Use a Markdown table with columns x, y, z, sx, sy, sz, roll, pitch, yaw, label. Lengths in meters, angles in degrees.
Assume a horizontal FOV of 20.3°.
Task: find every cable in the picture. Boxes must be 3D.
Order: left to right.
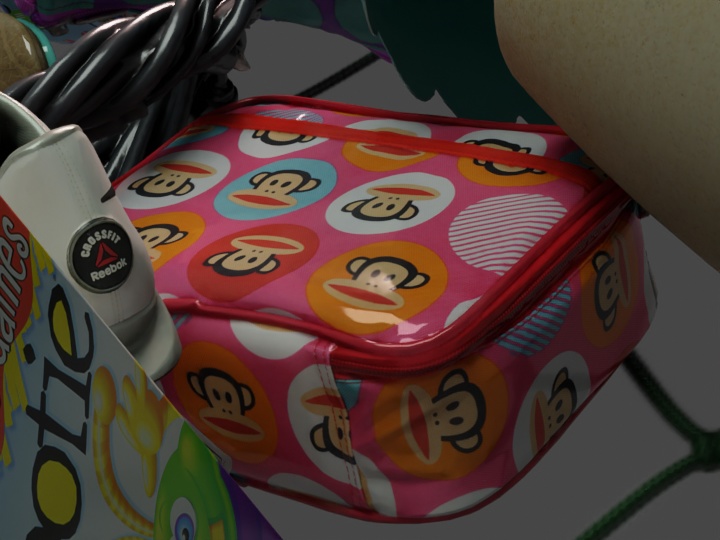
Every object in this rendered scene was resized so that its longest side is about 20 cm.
| x | y | z | sx | sy | sz | roll | pitch | yaw | label |
| --- | --- | --- | --- | --- | --- | --- | --- | --- | --- |
| -0.105 | -0.042 | 0.756 | 0.200 | 0.051 | 0.163 | -37 | -4 | -39 | cable |

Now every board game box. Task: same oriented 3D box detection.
| x | y | z | sx | sy | sz | roll | pitch | yaw | label |
| --- | --- | --- | --- | --- | --- | --- | --- | --- | --- |
| -0.101 | 0.073 | 0.476 | 0.102 | 0.200 | 0.106 | -4 | 58 | 20 | board game box |

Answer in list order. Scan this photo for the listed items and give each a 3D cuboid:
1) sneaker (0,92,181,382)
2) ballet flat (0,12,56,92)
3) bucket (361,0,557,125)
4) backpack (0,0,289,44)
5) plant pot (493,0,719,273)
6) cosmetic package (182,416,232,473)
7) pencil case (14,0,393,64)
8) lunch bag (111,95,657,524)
| x | y | z | sx | sy | sz | roll | pitch | yaw | label |
| --- | --- | --- | --- | --- | --- | --- | --- | --- | --- |
| -0.132 | -0.021 | 0.611 | 0.199 | 0.089 | 0.074 | 7 | 28 | 43 | sneaker |
| -0.186 | -0.076 | 0.870 | 0.072 | 0.069 | 0.200 | -9 | 10 | -22 | ballet flat |
| 0.075 | -0.164 | 0.738 | 0.205 | 0.208 | 0.135 | -19 | 53 | -5 | bucket |
| -0.082 | -0.193 | 0.938 | 0.199 | 0.184 | 0.134 | -30 | 35 | -30 | backpack |
| 0.143 | -0.068 | 0.598 | 0.199 | 0.189 | 0.187 | 27 | 50 | 37 | plant pot |
| -0.148 | 0.065 | 0.642 | 0.198 | 0.083 | 0.051 | -1 | 62 | 22 | cosmetic package |
| -0.052 | -0.137 | 0.847 | 0.198 | 0.093 | 0.085 | 3 | 2 | -20 | pencil case |
| 0.000 | 0.000 | 0.698 | 0.199 | 0.083 | 0.176 | 10 | 35 | 36 | lunch bag |
